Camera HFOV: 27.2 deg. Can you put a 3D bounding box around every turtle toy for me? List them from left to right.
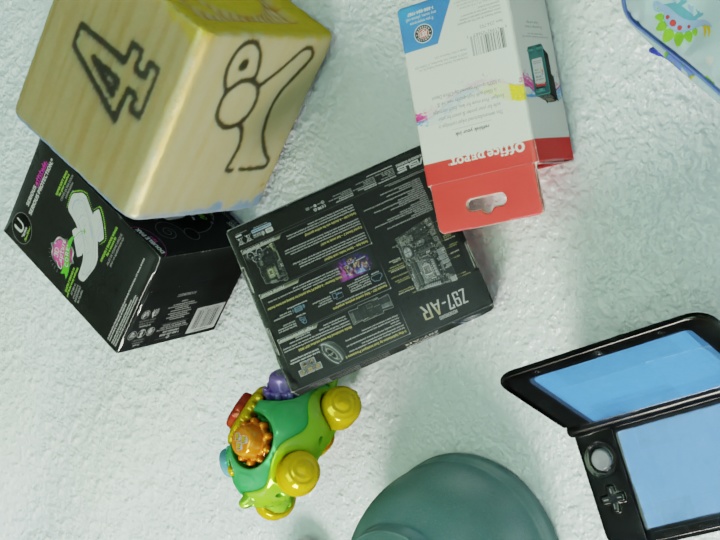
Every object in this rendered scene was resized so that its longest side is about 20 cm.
[{"bbox_3d":[-0.066,0.138,1.407,0.101,0.201,0.146,33,153,-1],"label":"turtle toy"}]

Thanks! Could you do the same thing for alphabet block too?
[{"bbox_3d":[-0.180,-0.188,1.426,0.196,0.195,0.201,39,116,25],"label":"alphabet block"}]

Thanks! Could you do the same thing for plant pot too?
[{"bbox_3d":[0.063,0.277,1.337,0.199,0.134,0.202,6,100,36],"label":"plant pot"}]

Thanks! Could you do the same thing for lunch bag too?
[{"bbox_3d":[0.306,-0.203,1.127,0.200,0.082,0.161,45,118,24],"label":"lunch bag"}]

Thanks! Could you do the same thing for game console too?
[{"bbox_3d":[0.239,0.136,1.198,0.199,0.116,0.177,-21,83,37],"label":"game console"}]

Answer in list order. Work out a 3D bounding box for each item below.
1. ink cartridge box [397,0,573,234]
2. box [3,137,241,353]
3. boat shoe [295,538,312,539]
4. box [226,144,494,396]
[{"bbox_3d":[0.111,-0.141,1.289,0.116,0.067,0.202,-10,89,38],"label":"ink cartridge box"},{"bbox_3d":[-0.235,-0.035,1.512,0.200,0.148,0.125,43,120,24],"label":"box"},{"bbox_3d":[-0.071,0.365,1.463,0.072,0.068,0.202,-12,71,52],"label":"boat shoe"},{"bbox_3d":[0.000,0.000,1.341,0.199,0.044,0.161,-24,80,1],"label":"box"}]
